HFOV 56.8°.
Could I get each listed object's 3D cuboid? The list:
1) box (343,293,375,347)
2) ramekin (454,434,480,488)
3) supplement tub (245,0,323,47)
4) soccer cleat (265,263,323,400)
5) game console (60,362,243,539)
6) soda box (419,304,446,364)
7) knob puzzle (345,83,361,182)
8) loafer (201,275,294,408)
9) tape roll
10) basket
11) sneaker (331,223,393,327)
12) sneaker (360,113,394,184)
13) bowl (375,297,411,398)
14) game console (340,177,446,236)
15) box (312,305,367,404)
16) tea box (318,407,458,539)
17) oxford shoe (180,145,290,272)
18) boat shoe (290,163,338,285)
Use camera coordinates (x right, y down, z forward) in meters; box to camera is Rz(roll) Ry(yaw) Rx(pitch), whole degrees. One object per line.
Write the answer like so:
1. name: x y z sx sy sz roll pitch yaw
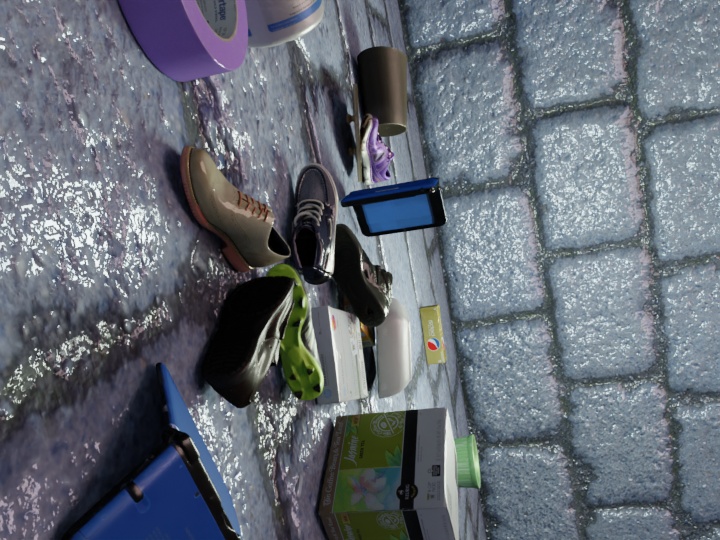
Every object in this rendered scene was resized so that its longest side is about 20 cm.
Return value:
1. box: -0.003 0.045 1.373 0.119 0.041 0.201 57 30 -62
2. ramekin: 0.399 0.738 2.563 0.200 0.097 0.201 -8 90 -78
3. supplement tub: -0.135 -0.413 0.878 0.132 0.131 0.201 -84 162 -48
4. soccer cleat: -0.094 0.082 0.918 0.081 0.067 0.201 -117 -165 -72
5. game console: -0.169 0.215 0.576 0.171 0.118 0.201 -42 129 -37
6. soda box: 0.256 0.224 2.341 0.068 0.064 0.201 -8 90 -77
7. knob puzzle: -0.016 -0.304 1.533 0.220 0.030 0.221 177 -90 -89
8. loafer: -0.125 0.078 0.768 0.200 0.072 0.072 -67 152 -52
9. tape roll: -0.191 -0.312 0.719 0.200 0.065 0.202 -8 90 -77
10. basket: 0.066 -0.478 1.818 0.180 0.135 0.201 14 72 -72
11. sneaker: 0.000 0.000 1.263 0.200 0.076 0.114 61 21 -7
12. sneaker: 0.041 -0.300 1.634 0.201 0.083 0.081 81 5 -51
13. bowl: 0.068 0.156 1.419 0.200 0.074 0.201 -80 167 -81
14. game console: 0.076 -0.124 1.432 0.171 0.199 0.119 -55 134 -71
15. box: -0.036 0.148 1.158 0.200 0.041 0.157 31 51 -75
16. tea box: 0.053 0.343 1.067 0.200 0.195 0.134 -80 159 -56
17. oxford shoe: -0.140 -0.073 0.764 0.200 0.073 0.071 63 23 -56
18. boat shoe: -0.074 -0.083 1.052 0.093 0.074 0.201 57 27 -78
